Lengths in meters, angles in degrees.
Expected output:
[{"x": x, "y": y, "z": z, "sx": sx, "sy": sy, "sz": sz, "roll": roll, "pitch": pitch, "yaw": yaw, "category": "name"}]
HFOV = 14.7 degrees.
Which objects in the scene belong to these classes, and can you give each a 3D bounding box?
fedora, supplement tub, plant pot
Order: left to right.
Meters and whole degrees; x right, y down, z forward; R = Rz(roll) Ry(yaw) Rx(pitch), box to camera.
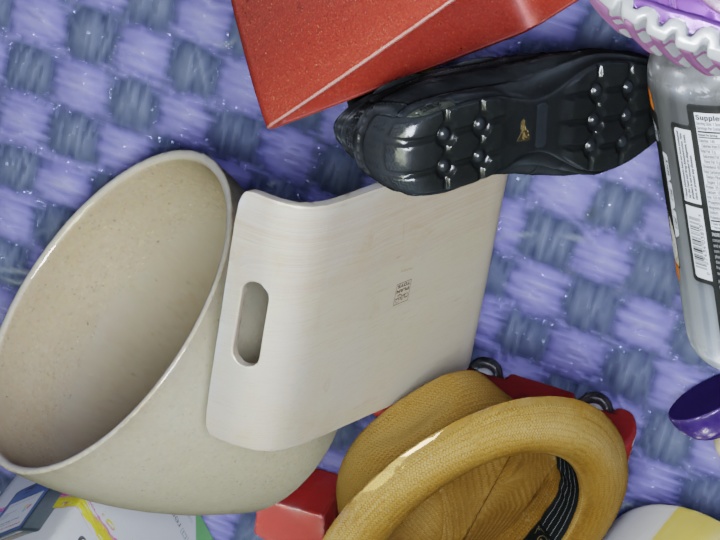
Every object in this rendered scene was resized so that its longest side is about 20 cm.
[{"x": 0.038, "y": -0.207, "z": 1.349, "sx": 0.199, "sy": 0.199, "sz": 0.177, "roll": -29, "pitch": 85, "yaw": 51, "category": "plant pot"}, {"x": 0.046, "y": 0.119, "z": 1.498, "sx": 0.201, "sy": 0.200, "sz": 0.082, "roll": -55, "pitch": 46, "yaw": 30, "category": "fedora"}, {"x": 0.212, "y": -0.057, "z": 1.416, "sx": 0.122, "sy": 0.123, "sz": 0.201, "roll": -3, "pitch": 112, "yaw": 19, "category": "supplement tub"}]

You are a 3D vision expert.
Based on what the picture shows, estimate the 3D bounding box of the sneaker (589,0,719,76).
[{"x": 0.206, "y": -0.126, "z": 1.296, "sx": 0.199, "sy": 0.080, "sz": 0.089, "roll": 15, "pitch": 92, "yaw": 11, "category": "sneaker"}]

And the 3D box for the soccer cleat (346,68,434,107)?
[{"x": -0.010, "y": -0.173, "z": 1.457, "sx": 0.067, "sy": 0.081, "sz": 0.201, "roll": -13, "pitch": 109, "yaw": 23, "category": "soccer cleat"}]

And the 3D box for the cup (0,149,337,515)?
[{"x": -0.092, "y": 0.057, "z": 1.546, "sx": 0.200, "sy": 0.201, "sz": 0.143, "roll": -34, "pitch": 126, "yaw": 28, "category": "cup"}]

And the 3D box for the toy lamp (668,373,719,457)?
[{"x": 0.233, "y": 0.155, "z": 1.545, "sx": 0.058, "sy": 0.058, "sz": 0.201, "roll": -23, "pitch": 105, "yaw": 26, "category": "toy lamp"}]

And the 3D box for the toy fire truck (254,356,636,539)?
[{"x": 0.048, "y": 0.117, "z": 1.593, "sx": 0.199, "sy": 0.049, "sz": 0.142, "roll": 17, "pitch": 119, "yaw": 9, "category": "toy fire truck"}]

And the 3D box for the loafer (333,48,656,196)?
[{"x": 0.077, "y": -0.082, "z": 1.429, "sx": 0.070, "sy": 0.200, "sz": 0.069, "roll": 28, "pitch": 121, "yaw": 47, "category": "loafer"}]

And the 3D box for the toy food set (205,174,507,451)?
[{"x": 0.000, "y": 0.000, "z": 1.472, "sx": 0.060, "sy": 0.199, "sz": 0.144, "roll": 30, "pitch": 123, "yaw": 32, "category": "toy food set"}]

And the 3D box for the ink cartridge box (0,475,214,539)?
[{"x": -0.156, "y": 0.194, "z": 1.608, "sx": 0.087, "sy": 0.200, "sz": 0.146, "roll": -20, "pitch": 106, "yaw": 25, "category": "ink cartridge box"}]

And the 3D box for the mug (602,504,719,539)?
[{"x": 0.153, "y": 0.219, "z": 1.512, "sx": 0.149, "sy": 0.153, "sz": 0.187, "roll": 43, "pitch": 141, "yaw": 14, "category": "mug"}]
